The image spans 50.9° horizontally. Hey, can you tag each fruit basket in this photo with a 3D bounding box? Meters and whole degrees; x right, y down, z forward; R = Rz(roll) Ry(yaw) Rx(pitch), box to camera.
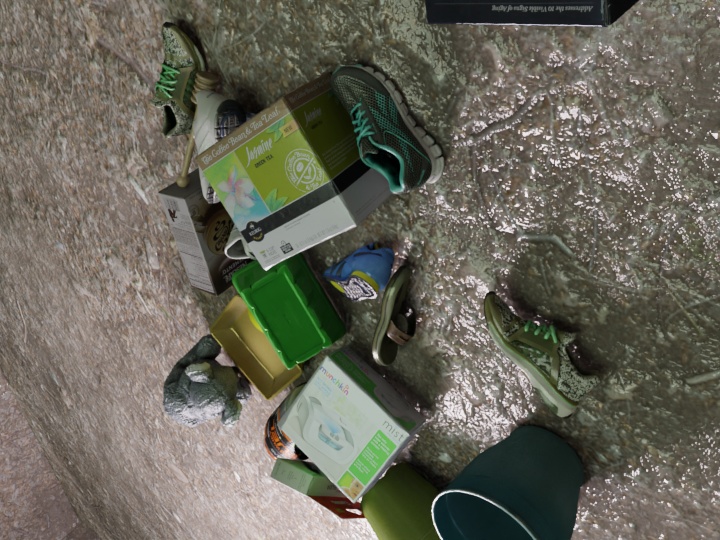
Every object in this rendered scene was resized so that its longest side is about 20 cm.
[{"bbox_3d":[-0.135,0.064,1.354,0.217,0.154,0.216,60,-176,-7],"label":"fruit basket"}]

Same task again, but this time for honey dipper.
[{"bbox_3d":[-0.274,-0.228,1.254,0.038,0.038,0.202,32,120,21],"label":"honey dipper"}]

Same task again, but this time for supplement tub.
[{"bbox_3d":[-0.122,0.316,1.530,0.123,0.122,0.200,45,142,6],"label":"supplement tub"}]

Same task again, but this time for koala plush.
[{"bbox_3d":[-0.317,0.252,1.590,0.179,0.183,0.199,58,157,-13],"label":"koala plush"}]

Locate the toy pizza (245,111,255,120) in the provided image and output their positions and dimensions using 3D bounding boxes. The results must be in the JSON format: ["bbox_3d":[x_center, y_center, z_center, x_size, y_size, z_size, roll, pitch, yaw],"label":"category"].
[{"bbox_3d":[-0.164,-0.171,1.246,0.198,0.032,0.202,25,135,27],"label":"toy pizza"}]

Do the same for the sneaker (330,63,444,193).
[{"bbox_3d":[0.023,-0.185,0.998,0.200,0.091,0.078,48,141,3],"label":"sneaker"}]

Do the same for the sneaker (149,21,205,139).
[{"bbox_3d":[-0.303,-0.299,1.233,0.076,0.088,0.202,24,135,29],"label":"sneaker"}]

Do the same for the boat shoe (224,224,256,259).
[{"bbox_3d":[-0.167,-0.048,1.283,0.073,0.066,0.199,38,156,-24],"label":"boat shoe"}]

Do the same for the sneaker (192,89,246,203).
[{"bbox_3d":[-0.232,-0.200,1.220,0.087,0.074,0.202,41,135,28],"label":"sneaker"}]

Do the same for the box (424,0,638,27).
[{"bbox_3d":[0.159,-0.344,0.706,0.198,0.124,0.199,15,129,36],"label":"box"}]

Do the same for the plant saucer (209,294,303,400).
[{"bbox_3d":[-0.202,0.150,1.534,0.201,0.048,0.200,50,142,2],"label":"plant saucer"}]

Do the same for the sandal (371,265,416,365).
[{"bbox_3d":[0.060,0.083,1.198,0.057,0.080,0.203,21,135,12],"label":"sandal"}]

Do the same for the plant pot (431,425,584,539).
[{"bbox_3d":[0.240,0.346,1.138,0.198,0.188,0.202,26,136,28],"label":"plant pot"}]

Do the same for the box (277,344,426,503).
[{"bbox_3d":[-0.015,0.269,1.345,0.200,0.096,0.177,42,112,14],"label":"box"}]

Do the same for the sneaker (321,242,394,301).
[{"bbox_3d":[0.000,0.000,1.209,0.066,0.079,0.200,39,163,-15],"label":"sneaker"}]

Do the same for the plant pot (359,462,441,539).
[{"bbox_3d":[0.100,0.468,1.401,0.190,0.199,0.202,42,143,28],"label":"plant pot"}]

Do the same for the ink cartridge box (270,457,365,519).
[{"bbox_3d":[-0.055,0.426,1.478,0.174,0.045,0.200,19,173,30],"label":"ink cartridge box"}]

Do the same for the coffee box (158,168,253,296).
[{"bbox_3d":[-0.272,-0.072,1.369,0.079,0.113,0.202,15,131,37],"label":"coffee box"}]

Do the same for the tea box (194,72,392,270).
[{"bbox_3d":[-0.093,-0.139,1.090,0.199,0.134,0.198,-24,102,38],"label":"tea box"}]

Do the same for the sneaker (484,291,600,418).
[{"bbox_3d":[0.249,0.098,1.031,0.088,0.077,0.201,-41,89,25],"label":"sneaker"}]
